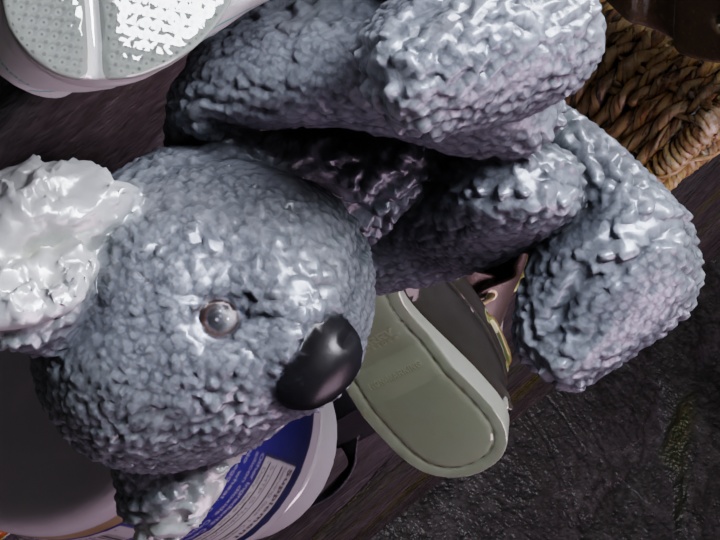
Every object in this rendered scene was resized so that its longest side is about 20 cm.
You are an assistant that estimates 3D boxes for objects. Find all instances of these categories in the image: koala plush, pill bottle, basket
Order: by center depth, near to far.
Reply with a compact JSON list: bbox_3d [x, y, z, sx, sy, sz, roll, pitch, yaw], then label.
[{"bbox_3d":[-0.029,-0.011,0.767,0.200,0.184,0.177,-45,138,-11],"label":"koala plush"},{"bbox_3d":[-0.083,0.052,0.935,0.120,0.120,0.200,-42,160,6],"label":"pill bottle"},{"bbox_3d":[0.150,-0.075,1.189,0.200,0.149,0.143,-32,141,-47],"label":"basket"}]

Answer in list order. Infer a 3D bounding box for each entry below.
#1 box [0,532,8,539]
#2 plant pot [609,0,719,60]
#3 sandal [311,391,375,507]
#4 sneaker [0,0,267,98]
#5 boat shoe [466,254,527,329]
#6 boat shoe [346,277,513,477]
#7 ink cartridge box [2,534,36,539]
[{"bbox_3d":[-0.170,0.083,1.078,0.137,0.039,0.200,-36,169,-32],"label":"box"},{"bbox_3d":[0.172,-0.178,0.812,0.198,0.200,0.200,-27,165,-26],"label":"plant pot"},{"bbox_3d":[-0.030,0.101,1.292,0.076,0.043,0.200,-13,166,-33],"label":"sandal"},{"bbox_3d":[-0.029,-0.116,0.693,0.200,0.070,0.080,-35,-175,-21],"label":"sneaker"},{"bbox_3d":[0.057,-0.006,1.303,0.060,0.072,0.200,-88,-161,-85],"label":"boat shoe"},{"bbox_3d":[0.000,0.000,1.028,0.072,0.201,0.061,-21,-150,25],"label":"boat shoe"},{"bbox_3d":[-0.139,0.200,1.257,0.085,0.200,0.145,-42,172,-19],"label":"ink cartridge box"}]
